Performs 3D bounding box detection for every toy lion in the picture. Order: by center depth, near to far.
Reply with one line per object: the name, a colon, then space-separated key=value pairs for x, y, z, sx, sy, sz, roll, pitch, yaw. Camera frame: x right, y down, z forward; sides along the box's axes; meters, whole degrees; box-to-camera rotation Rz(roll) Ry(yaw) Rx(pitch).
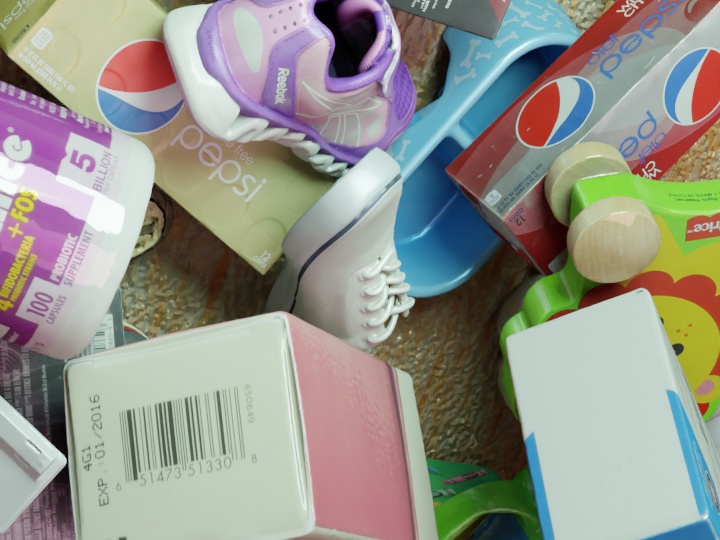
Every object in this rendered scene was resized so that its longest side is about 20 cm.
toy lion: x=0.174 y=0.019 z=0.926 sx=0.197 sy=0.069 sz=0.193 roll=-9 pitch=129 yaw=-6

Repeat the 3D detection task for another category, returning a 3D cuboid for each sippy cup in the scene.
sippy cup: x=0.098 y=0.215 z=1.049 sx=0.130 sy=0.140 sz=0.178 roll=-41 pitch=86 yaw=8

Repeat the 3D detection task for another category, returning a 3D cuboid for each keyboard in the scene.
keyboard: x=-0.232 y=0.043 z=0.825 sx=0.200 sy=0.011 sz=0.056 roll=44 pitch=113 yaw=-3

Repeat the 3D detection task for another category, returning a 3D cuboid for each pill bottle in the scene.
pill bottle: x=-0.204 y=-0.043 z=0.784 sx=0.198 sy=0.112 sz=0.113 roll=22 pitch=105 yaw=-16

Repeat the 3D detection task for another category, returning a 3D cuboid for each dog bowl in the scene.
dog bowl: x=0.064 y=-0.068 z=0.987 sx=0.200 sy=0.050 sz=0.111 roll=-47 pitch=129 yaw=2

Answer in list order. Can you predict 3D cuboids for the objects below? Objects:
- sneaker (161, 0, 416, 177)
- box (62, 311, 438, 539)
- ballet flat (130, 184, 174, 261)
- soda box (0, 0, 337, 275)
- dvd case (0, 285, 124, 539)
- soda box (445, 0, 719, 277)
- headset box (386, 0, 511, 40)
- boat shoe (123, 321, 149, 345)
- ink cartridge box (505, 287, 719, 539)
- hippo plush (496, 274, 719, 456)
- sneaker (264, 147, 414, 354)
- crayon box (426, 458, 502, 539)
sneaker: x=-0.011 y=-0.103 z=0.857 sx=0.088 sy=0.081 sz=0.200 roll=-26 pitch=167 yaw=24
box: x=-0.052 y=0.102 z=0.892 sx=0.126 sy=0.110 sz=0.200 roll=-13 pitch=164 yaw=16
ballet flat: x=-0.186 y=-0.014 z=0.873 sx=0.198 sy=0.046 sz=0.068 roll=-6 pitch=119 yaw=-27
soda box: x=-0.100 y=-0.086 z=0.873 sx=0.068 sy=0.064 sz=0.200 roll=-46 pitch=128 yaw=1
dvd case: x=-0.217 y=0.090 z=0.878 sx=0.197 sy=0.016 sz=0.151 roll=-5 pitch=93 yaw=-19
soda box: x=0.146 y=-0.093 z=0.943 sx=0.200 sy=0.070 sz=0.063 roll=-44 pitch=128 yaw=0
headset box: x=0.021 y=-0.214 z=0.862 sx=0.198 sy=0.075 sz=0.150 roll=11 pitch=111 yaw=-34
boat shoe: x=-0.122 y=0.121 z=0.978 sx=0.070 sy=0.063 sz=0.202 roll=-20 pitch=123 yaw=-16
ink cartridge box: x=0.154 y=0.134 z=0.892 sx=0.083 sy=0.147 sz=0.201 roll=-19 pitch=134 yaw=12
hippo plush: x=0.185 y=0.069 z=1.063 sx=0.158 sy=0.161 sz=0.202 roll=-26 pitch=126 yaw=-15
sneaker: x=0.000 y=0.000 z=0.911 sx=0.073 sy=0.071 sz=0.200 roll=-44 pitch=171 yaw=-20
crayon box: x=0.000 y=0.180 z=1.084 sx=0.198 sy=0.058 sz=0.120 roll=12 pitch=109 yaw=-35
